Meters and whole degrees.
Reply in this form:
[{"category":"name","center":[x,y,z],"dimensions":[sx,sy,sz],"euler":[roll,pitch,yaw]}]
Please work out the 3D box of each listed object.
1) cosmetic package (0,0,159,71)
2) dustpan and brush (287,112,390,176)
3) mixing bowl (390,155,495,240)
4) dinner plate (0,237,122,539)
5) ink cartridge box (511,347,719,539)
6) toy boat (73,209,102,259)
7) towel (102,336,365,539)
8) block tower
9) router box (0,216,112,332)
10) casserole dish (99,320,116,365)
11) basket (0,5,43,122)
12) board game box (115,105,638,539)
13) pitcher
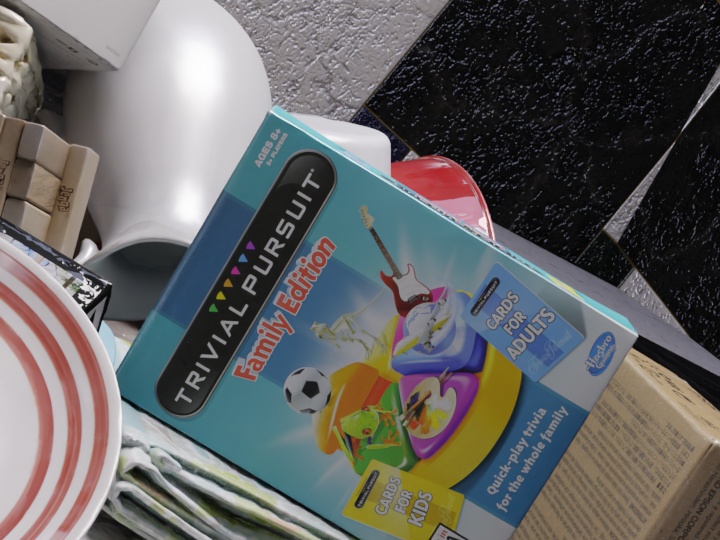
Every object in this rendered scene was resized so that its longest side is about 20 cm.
[{"category":"cosmetic package","center":[-0.183,-0.178,1.004],"dimensions":[0.085,0.108,0.200],"euler":[34,-13,-31]},{"category":"dustpan and brush","center":[-0.011,-0.061,1.134],"dimensions":[0.139,0.058,0.200],"euler":[0,13,-43]},{"category":"mixing bowl","center":[-0.005,0.013,1.228],"dimensions":[0.108,0.201,0.200],"euler":[7,18,-30]},{"category":"dinner plate","center":[-0.181,0.047,0.601],"dimensions":[0.199,0.024,0.201],"euler":[13,42,-12]},{"category":"ink cartridge box","center":[0.138,0.141,0.942],"dimensions":[0.075,0.165,0.200],"euler":[29,8,-15]},{"category":"toy boat","center":[-0.117,-0.010,1.158],"dimensions":[0.131,0.131,0.200],"euler":[42,11,12]},{"category":"towel","center":[-0.069,0.103,0.883],"dimensions":[0.171,0.048,0.200],"euler":[30,7,-20]},{"category":"block tower","center":[-0.226,-0.056,0.812],"dimensions":[0.199,0.054,0.058],"euler":[14,-7,9]},{"category":"router box","center":[-0.221,0.007,0.686],"dimensions":[0.199,0.051,0.149],"euler":[31,38,9]},{"category":"casserole dish","center":[-0.208,0.022,0.772],"dimensions":[0.199,0.039,0.121],"euler":[17,27,-15]},{"category":"basket","center":[-0.254,-0.091,0.970],"dimensions":[0.135,0.124,0.200],"euler":[29,-9,-4]},{"category":"board game box","center":[0.005,0.039,0.830],"dimensions":[0.199,0.151,0.047],"euler":[31,7,-3]},{"category":"pitcher","center":[-0.135,-0.062,1.000],"dimensions":[0.171,0.121,0.201],"euler":[1,54,-7]}]
